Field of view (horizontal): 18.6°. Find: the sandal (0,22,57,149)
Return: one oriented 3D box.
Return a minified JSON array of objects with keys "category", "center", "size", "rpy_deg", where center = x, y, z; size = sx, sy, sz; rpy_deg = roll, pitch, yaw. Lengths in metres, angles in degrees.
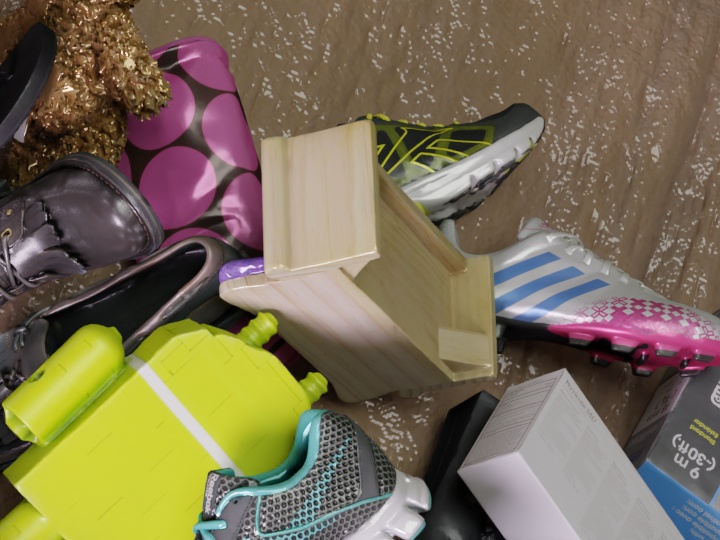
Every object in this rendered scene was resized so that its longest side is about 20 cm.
[{"category":"sandal","center":[-0.242,-0.063,1.198],"size":[0.200,0.075,0.045],"rpy_deg":[-46,114,1]}]

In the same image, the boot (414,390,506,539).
[{"category":"boot","center":[0.087,0.193,1.287],"size":[0.165,0.066,0.200],"rpy_deg":[47,42,-26]}]

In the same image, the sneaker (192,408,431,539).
[{"category":"sneaker","center":[-0.063,0.147,1.136],"size":[0.200,0.078,0.091],"rpy_deg":[-40,104,-17]}]

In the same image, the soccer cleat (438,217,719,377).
[{"category":"soccer cleat","center":[0.134,0.011,1.342],"size":[0.200,0.070,0.086],"rpy_deg":[8,74,4]}]

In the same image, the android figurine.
[{"category":"android figurine","center":[-0.103,0.109,1.167],"size":[0.200,0.041,0.182],"rpy_deg":[-45,111,-11]}]

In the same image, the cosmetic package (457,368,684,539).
[{"category":"cosmetic package","center":[0.140,0.162,1.270],"size":[0.200,0.051,0.083],"rpy_deg":[55,42,-16]}]

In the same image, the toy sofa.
[{"category":"toy sofa","center":[0.000,0.000,1.235],"size":[0.200,0.098,0.083],"rpy_deg":[44,39,-56]}]

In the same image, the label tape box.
[{"category":"label tape box","center":[0.234,0.142,1.366],"size":[0.144,0.063,0.200],"rpy_deg":[36,60,-5]}]

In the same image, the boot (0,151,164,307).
[{"category":"boot","center":[-0.212,0.020,1.165],"size":[0.174,0.200,0.069],"rpy_deg":[-49,117,-36]}]

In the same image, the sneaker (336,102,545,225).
[{"category":"sneaker","center":[0.030,-0.069,1.359],"size":[0.200,0.074,0.085],"rpy_deg":[-30,79,-32]}]

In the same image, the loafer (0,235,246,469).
[{"category":"loafer","center":[-0.154,0.038,1.197],"size":[0.200,0.063,0.072],"rpy_deg":[-32,69,0]}]

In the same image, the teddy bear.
[{"category":"teddy bear","center":[-0.161,-0.111,1.259],"size":[0.067,0.145,0.200],"rpy_deg":[6,71,-38]}]

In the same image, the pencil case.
[{"category":"pencil case","center":[-0.099,-0.032,1.287],"size":[0.094,0.091,0.200],"rpy_deg":[-17,72,6]}]
